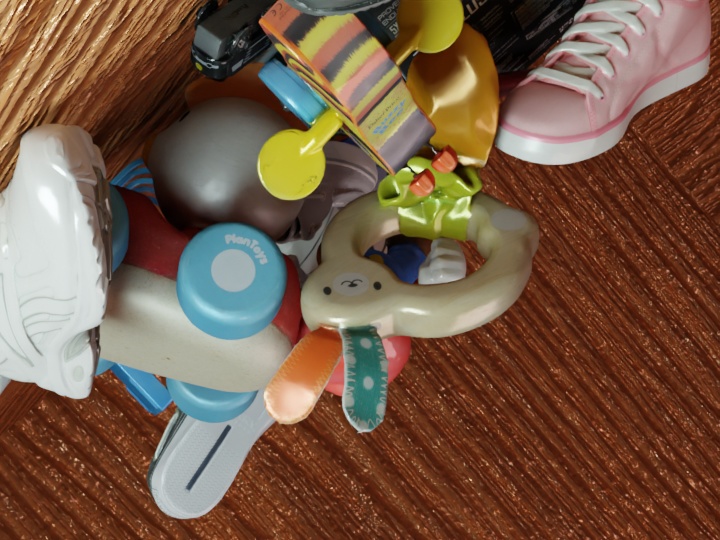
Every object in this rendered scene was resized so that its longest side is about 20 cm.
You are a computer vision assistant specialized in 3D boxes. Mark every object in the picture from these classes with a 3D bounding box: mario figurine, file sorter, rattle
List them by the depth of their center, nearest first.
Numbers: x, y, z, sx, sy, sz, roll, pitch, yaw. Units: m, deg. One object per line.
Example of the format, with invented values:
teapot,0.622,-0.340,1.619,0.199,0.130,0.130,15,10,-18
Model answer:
rattle,0.019,-0.021,0.970,0.199,0.130,0.144,-34,154,-38
mario figurine,0.000,0.000,1.123,0.124,0.106,0.200,-50,-174,15
file sorter,-0.153,0.011,1.268,0.123,0.139,0.200,-45,-178,-9

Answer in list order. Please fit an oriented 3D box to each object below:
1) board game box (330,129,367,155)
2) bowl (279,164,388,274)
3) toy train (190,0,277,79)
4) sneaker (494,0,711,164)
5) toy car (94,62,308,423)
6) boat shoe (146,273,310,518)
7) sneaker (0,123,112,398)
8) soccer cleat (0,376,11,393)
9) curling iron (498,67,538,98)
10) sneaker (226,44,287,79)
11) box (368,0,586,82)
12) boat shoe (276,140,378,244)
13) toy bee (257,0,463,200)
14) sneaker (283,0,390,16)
board game box,-0.002,-0.134,1.343,0.150,0.046,0.200,-7,-160,22
bowl,-0.035,-0.031,1.346,0.200,0.094,0.203,-39,-142,38
toy train,-0.024,-0.155,0.935,0.200,0.034,0.046,-43,164,-41
sneaker,0.149,-0.144,1.071,0.199,0.075,0.106,-32,133,-39
toy car,-0.104,-0.041,1.054,0.185,0.175,0.202,108,-1,-66
boat shoe,-0.087,0.081,1.231,0.200,0.072,0.071,-50,-156,-14
sneaker,-0.172,0.002,0.855,0.201,0.098,0.079,108,-20,-53
soccer cleat,-0.290,0.087,1.233,0.078,0.069,0.200,-46,-172,12
curling iron,0.076,-0.105,1.092,0.199,0.050,0.026,-5,153,-44
sneaker,-0.014,-0.152,1.202,0.200,0.074,0.082,-43,-173,-18
box,0.086,-0.199,1.104,0.200,0.086,0.164,-42,161,3
boat shoe,-0.056,-0.052,1.194,0.071,0.069,0.199,-17,168,32
toy bee,0.009,-0.094,0.919,0.131,0.109,0.200,-49,174,20
sneaker,0.037,-0.196,0.799,0.199,0.074,0.089,-35,158,-3
